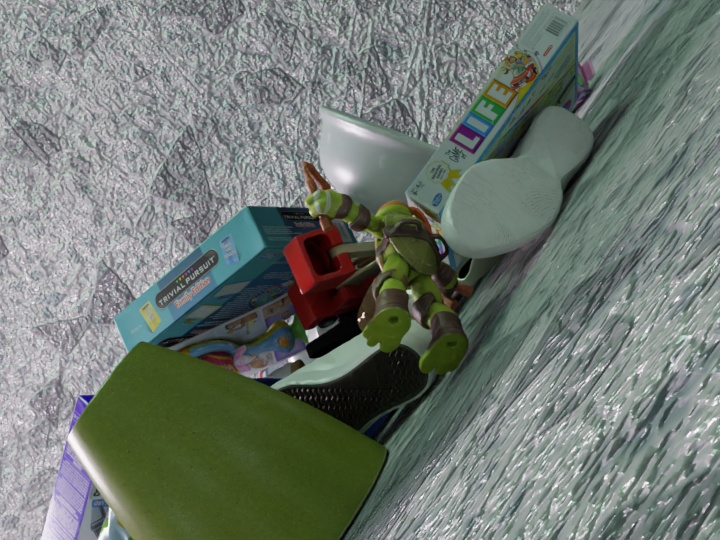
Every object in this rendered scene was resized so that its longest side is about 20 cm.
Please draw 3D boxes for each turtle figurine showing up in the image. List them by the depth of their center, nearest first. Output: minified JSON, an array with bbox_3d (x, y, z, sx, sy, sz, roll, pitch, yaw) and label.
[{"bbox_3d":[0.040,0.000,0.959,0.064,0.200,0.162,-36,38,21],"label":"turtle figurine"}]

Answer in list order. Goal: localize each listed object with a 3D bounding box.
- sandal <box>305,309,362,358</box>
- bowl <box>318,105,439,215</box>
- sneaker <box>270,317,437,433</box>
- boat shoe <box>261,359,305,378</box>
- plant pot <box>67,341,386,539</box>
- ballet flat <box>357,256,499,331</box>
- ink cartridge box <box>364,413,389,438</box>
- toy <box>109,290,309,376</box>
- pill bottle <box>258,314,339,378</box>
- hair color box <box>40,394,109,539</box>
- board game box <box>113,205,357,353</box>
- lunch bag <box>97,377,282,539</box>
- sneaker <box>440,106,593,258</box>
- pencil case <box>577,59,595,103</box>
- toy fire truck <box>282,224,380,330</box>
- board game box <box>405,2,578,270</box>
[{"bbox_3d":[0.036,0.047,1.257,0.199,0.045,0.075,-34,-18,21],"label":"sandal"},{"bbox_3d":[0.039,-0.087,1.261,0.201,0.199,0.091,-63,-6,-83],"label":"bowl"},{"bbox_3d":[-0.003,0.094,1.047,0.199,0.073,0.085,-26,10,35],"label":"sneaker"},{"bbox_3d":[-0.076,0.145,1.342,0.068,0.072,0.200,-12,-25,3],"label":"boat shoe"},{"bbox_3d":[-0.113,0.149,0.963,0.188,0.199,0.187,-53,1,1],"label":"plant pot"},{"bbox_3d":[0.077,0.000,1.158,0.200,0.068,0.073,-44,36,10],"label":"ballet flat"},{"bbox_3d":[0.004,0.112,1.184,0.094,0.044,0.200,-53,0,-10],"label":"ink cartridge box"},{"bbox_3d":[-0.141,0.104,1.286,0.198,0.047,0.116,-27,-33,-12],"label":"toy"},{"bbox_3d":[-0.039,0.099,1.473,0.120,0.119,0.200,-54,1,-30],"label":"pill bottle"},{"bbox_3d":[-0.233,0.220,1.216,0.109,0.065,0.202,2,-68,-45],"label":"hair color box"},{"bbox_3d":[-0.121,0.011,1.245,0.199,0.047,0.150,-37,-19,29],"label":"board game box"},{"bbox_3d":[-0.123,0.194,1.176,0.199,0.127,0.172,-12,-51,-57],"label":"lunch bag"},{"bbox_3d":[0.119,-0.051,1.018,0.200,0.075,0.089,-41,-12,-44],"label":"sneaker"},{"bbox_3d":[0.185,-0.172,1.473,0.200,0.087,0.088,-51,2,45],"label":"pencil case"},{"bbox_3d":[0.000,0.000,1.228,0.198,0.049,0.141,-14,-20,-36],"label":"toy fire truck"},{"bbox_3d":[0.114,-0.106,1.070,0.201,0.034,0.135,-53,-20,-13],"label":"board game box"}]
